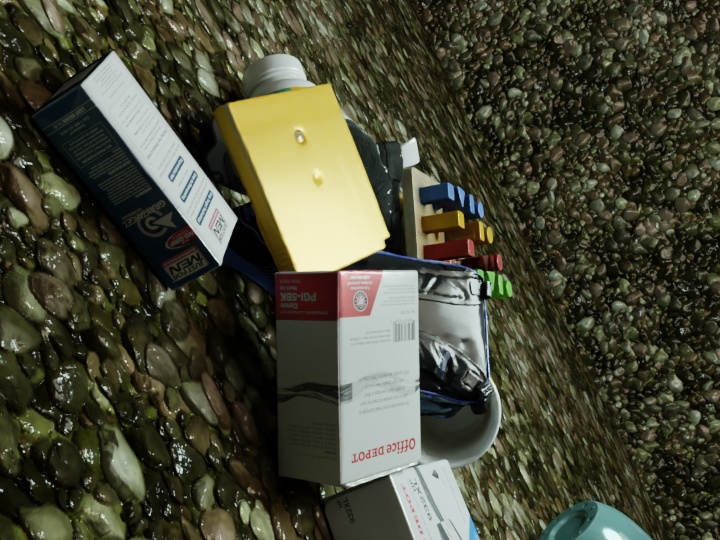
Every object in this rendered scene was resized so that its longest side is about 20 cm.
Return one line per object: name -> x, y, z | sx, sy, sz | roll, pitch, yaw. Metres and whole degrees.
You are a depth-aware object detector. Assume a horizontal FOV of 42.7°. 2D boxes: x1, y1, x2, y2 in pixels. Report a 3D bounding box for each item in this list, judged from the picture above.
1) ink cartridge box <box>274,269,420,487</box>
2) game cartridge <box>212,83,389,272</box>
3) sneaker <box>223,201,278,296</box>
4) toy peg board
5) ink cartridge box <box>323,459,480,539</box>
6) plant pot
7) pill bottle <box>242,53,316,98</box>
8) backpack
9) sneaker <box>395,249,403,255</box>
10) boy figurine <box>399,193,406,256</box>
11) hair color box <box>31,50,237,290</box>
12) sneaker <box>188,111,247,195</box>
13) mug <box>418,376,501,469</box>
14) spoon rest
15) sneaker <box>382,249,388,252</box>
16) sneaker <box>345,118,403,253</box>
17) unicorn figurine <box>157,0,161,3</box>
ink cartridge box -> -0.010, 0.100, 0.917 | 0.147, 0.083, 0.200 | 1, 88, -56
game cartridge -> -0.057, -0.095, 0.993 | 0.176, 0.032, 0.200 | -25, 95, -51
sneaker -> -0.086, -0.022, 1.043 | 0.200, 0.078, 0.070 | 32, 36, -59
toy peg board -> 0.148, -0.039, 1.348 | 0.200, 0.098, 0.199 | 18, 67, -63
ink cartridge box -> 0.057, 0.291, 0.993 | 0.200, 0.084, 0.145 | 17, 50, -66
plant pot -> 0.385, 0.477, 1.502 | 0.161, 0.201, 0.201 | 51, 18, -1
pill bottle -> -0.088, -0.177, 1.201 | 0.113, 0.113, 0.200 | 28, 40, -61
backpack -> 0.037, 0.080, 1.090 | 0.200, 0.147, 0.183 | 14, 61, -19
sneaker -> 0.054, 0.039, 1.380 | 0.079, 0.075, 0.200 | 29, 29, -56
boy figurine -> 0.041, -0.100, 1.436 | 0.200, 0.064, 0.124 | 50, 10, 24
hair color box -> -0.200, -0.090, 0.845 | 0.200, 0.060, 0.100 | 55, 20, -24
sneaker -> -0.128, -0.165, 1.069 | 0.200, 0.140, 0.078 | -68, 173, -49
mug -> 0.126, 0.166, 1.248 | 0.149, 0.187, 0.153 | 22, 1, 12
spoon rest -> -0.006, -0.187, 1.367 | 0.061, 0.200, 0.099 | -35, 128, -32
sneaker -> 0.000, 0.000, 1.267 | 0.199, 0.076, 0.114 | 50, 24, -28
sneaker -> 0.004, -0.115, 1.286 | 0.060, 0.104, 0.200 | -120, -151, -61
unicorn figurine -> -0.294, -0.385, 1.003 | 0.200, 0.074, 0.137 | 65, 1, -48
